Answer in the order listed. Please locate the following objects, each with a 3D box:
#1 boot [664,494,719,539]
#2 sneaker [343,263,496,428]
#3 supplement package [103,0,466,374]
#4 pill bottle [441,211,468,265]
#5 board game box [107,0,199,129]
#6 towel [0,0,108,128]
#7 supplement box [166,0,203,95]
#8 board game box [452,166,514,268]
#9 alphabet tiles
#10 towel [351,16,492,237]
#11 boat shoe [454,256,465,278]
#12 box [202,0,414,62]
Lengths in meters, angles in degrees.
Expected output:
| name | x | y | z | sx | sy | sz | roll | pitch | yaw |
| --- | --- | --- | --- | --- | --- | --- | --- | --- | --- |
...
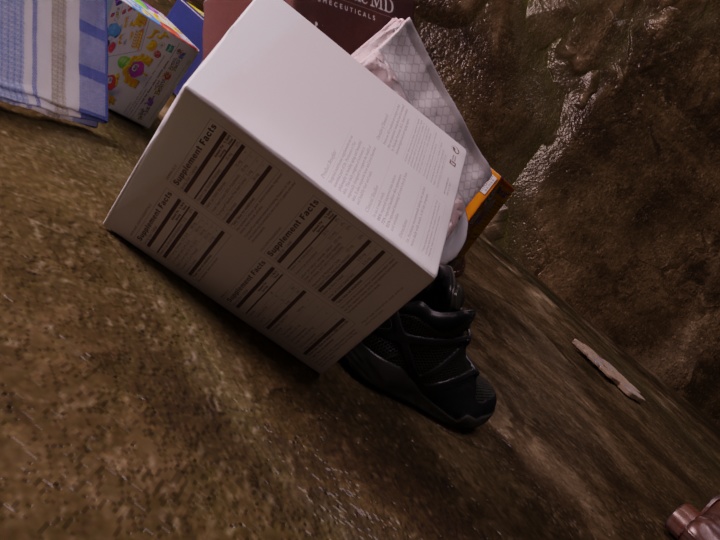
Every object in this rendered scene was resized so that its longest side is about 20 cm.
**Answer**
| name | x | y | z | sx | sy | sz | roll | pitch | yaw |
| --- | --- | --- | --- | --- | --- | --- | --- | --- | --- |
| boot | 0.480 | 0.368 | 0.924 | 0.184 | 0.065 | 0.200 | 8 | 27 | -43 |
| sneaker | 0.081 | 0.071 | 0.699 | 0.198 | 0.115 | 0.077 | 33 | 14 | -36 |
| supplement package | -0.050 | -0.063 | 0.575 | 0.199 | 0.151 | 0.153 | 36 | 42 | -14 |
| pill bottle | 0.058 | -0.027 | 0.903 | 0.106 | 0.107 | 0.200 | 40 | -13 | 7 |
| board game box | -0.282 | -0.247 | 0.775 | 0.103 | 0.105 | 0.199 | 46 | 13 | 35 |
| towel | -0.272 | -0.202 | 0.616 | 0.023 | 0.150 | 0.199 | 0 | 0 | 19 |
| supplement box | -0.215 | -0.305 | 1.178 | 0.109 | 0.109 | 0.199 | 43 | 13 | 23 |
| board game box | 0.105 | -0.123 | 1.253 | 0.199 | 0.201 | 0.200 | 41 | 11 | 13 |
| alphabet tiles | 0.595 | 0.241 | 1.852 | 0.194 | 0.015 | 0.200 | 27 | 17 | -46 |
| towel | 0.038 | -0.111 | 0.734 | 0.032 | 0.192 | 0.202 | -4 | -52 | 47 |
| boat shoe | 0.118 | -0.068 | 1.406 | 0.204 | 0.074 | 0.075 | 57 | -21 | 9 |
| box | -0.054 | -0.178 | 0.783 | 0.164 | 0.205 | 0.163 | 2 | -3 | -42 |
